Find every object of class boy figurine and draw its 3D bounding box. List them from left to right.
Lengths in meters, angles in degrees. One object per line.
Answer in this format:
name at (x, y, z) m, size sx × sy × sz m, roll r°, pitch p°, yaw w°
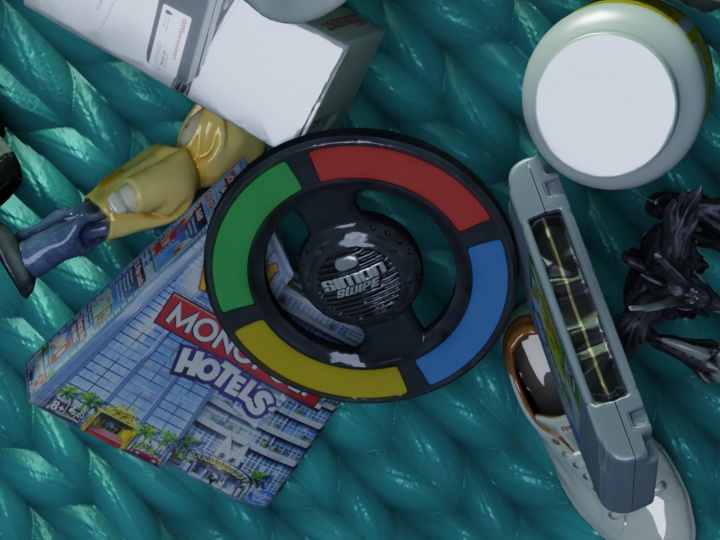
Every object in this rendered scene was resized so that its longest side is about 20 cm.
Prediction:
boy figurine at (-0.153, -0.054, 1.576) m, size 0.199 × 0.124 × 0.065 m, roll -32°, pitch 98°, yaw -5°

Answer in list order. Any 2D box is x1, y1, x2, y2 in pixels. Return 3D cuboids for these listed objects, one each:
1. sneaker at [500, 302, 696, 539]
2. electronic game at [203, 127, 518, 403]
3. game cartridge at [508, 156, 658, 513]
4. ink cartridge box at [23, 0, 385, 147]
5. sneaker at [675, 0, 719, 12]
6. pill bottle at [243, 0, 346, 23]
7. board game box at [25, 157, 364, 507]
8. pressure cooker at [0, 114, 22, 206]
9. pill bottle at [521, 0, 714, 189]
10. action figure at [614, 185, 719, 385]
sneaker at (0.151, 0.117, 1.561) m, size 0.073 × 0.085 × 0.201 m, roll -35°, pitch 92°, yaw 12°
electronic game at (0.000, 0.000, 1.486) m, size 0.198 × 0.042 × 0.201 m, roll 3°, pitch 123°, yaw 4°
game cartridge at (0.134, 0.044, 1.456) m, size 0.040 × 0.133 × 0.201 m, roll -19°, pitch 68°, yaw 2°
ink cartridge box at (-0.096, -0.163, 1.532) m, size 0.199 × 0.145 × 0.085 m, roll 30°, pitch 104°, yaw 4°
sneaker at (0.248, -0.253, 1.479) m, size 0.077 × 0.091 × 0.201 m, roll 29°, pitch 103°, yaw 6°
pill bottle at (-0.081, -0.247, 1.448) m, size 0.200 × 0.114 × 0.115 m, roll 42°, pitch 106°, yaw 34°
board game box at (-0.085, 0.040, 1.567) m, size 0.199 × 0.062 × 0.201 m, roll 29°, pitch 106°, yaw -21°
pressure cooker at (-0.344, -0.086, 1.576) m, size 0.176 × 0.179 × 0.200 m, roll -40°, pitch 91°, yaw 18°
pill bottle at (0.159, -0.110, 1.463) m, size 0.111 × 0.200 × 0.114 m, roll 2°, pitch 99°, yaw 11°
action figure at (0.210, 0.003, 1.471) m, size 0.101 × 0.200 × 0.120 m, roll 18°, pitch 102°, yaw 5°
